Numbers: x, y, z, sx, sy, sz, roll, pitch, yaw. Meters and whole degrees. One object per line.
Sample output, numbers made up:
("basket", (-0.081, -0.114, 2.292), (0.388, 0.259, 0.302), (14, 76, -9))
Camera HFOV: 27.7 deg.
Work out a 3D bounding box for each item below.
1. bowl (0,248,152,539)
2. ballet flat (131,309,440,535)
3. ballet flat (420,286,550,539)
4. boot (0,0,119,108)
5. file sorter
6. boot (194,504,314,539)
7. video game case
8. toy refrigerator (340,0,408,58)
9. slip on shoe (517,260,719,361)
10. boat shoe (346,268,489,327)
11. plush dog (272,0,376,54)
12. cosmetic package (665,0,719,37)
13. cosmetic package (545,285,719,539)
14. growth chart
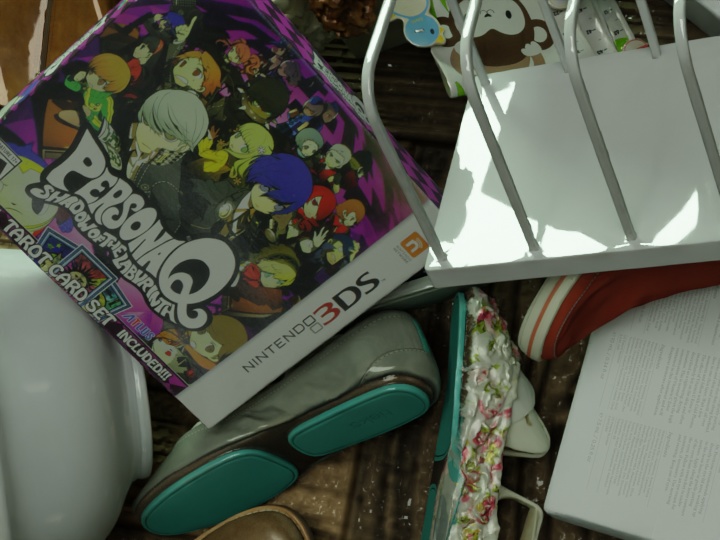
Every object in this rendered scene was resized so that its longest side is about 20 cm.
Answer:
("bowl", (-0.168, 0.075, 0.812), (0.090, 0.201, 0.202), (-7, 73, -16))
("ballet flat", (-0.044, 0.084, 0.819), (0.200, 0.067, 0.064), (-29, 50, 20))
("ballet flat", (0.068, 0.111, 0.785), (0.064, 0.076, 0.201), (8, 86, -3))
("boot", (-0.154, -0.193, 0.917), (0.187, 0.068, 0.201), (3, 79, 17))
("file sorter", (0.116, -0.093, 0.658), (0.199, 0.125, 0.139), (-6, 45, 26))
("boot", (-0.111, 0.200, 0.805), (0.200, 0.075, 0.074), (-37, 70, 5))
("video game case", (-0.078, -0.039, 0.743), (0.181, 0.036, 0.200), (-37, 110, 17))
("toy refrigerator", (-0.008, -0.238, 0.880), (0.070, 0.076, 0.201), (-17, 73, 12))
("slip on shoe", (0.162, -0.017, 0.713), (0.200, 0.074, 0.061), (-36, 71, 0))
("boat shoe", (0.000, 0.000, 0.821), (0.199, 0.076, 0.061), (-18, 78, 11))
("plush dog", (-0.070, -0.133, 0.792), (0.200, 0.160, 0.172), (41, 114, 45))
("cosmetic package", (0.268, -0.167, 0.794), (0.151, 0.052, 0.200), (-47, 69, 4))
("cosmetic package", (0.196, 0.051, 0.755), (0.150, 0.052, 0.201), (14, 81, 22))
("growth chart", (0.083, -0.152, 0.813), (0.144, 0.018, 0.200), (-28, 83, -21))
